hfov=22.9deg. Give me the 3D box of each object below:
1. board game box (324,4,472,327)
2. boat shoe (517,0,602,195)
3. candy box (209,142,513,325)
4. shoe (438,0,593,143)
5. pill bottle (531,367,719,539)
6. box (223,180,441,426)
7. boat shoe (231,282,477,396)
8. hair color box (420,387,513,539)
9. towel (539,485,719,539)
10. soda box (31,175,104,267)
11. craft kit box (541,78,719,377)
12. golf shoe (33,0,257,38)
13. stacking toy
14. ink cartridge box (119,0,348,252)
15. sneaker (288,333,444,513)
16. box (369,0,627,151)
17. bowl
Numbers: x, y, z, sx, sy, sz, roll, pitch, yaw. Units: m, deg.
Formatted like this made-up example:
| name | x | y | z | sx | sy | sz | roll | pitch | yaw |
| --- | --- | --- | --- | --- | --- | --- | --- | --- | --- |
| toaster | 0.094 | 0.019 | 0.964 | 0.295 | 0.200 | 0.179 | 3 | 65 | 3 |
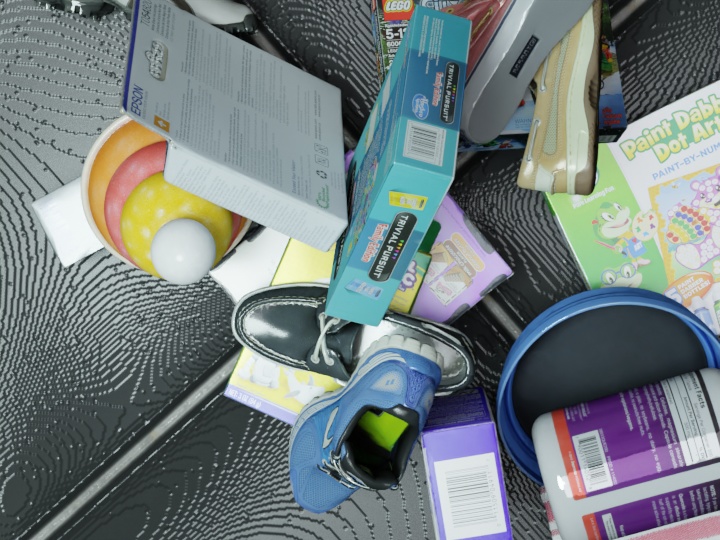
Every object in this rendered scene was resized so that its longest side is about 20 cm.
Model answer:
| name | x | y | z | sx | sy | sz | roll | pitch | yaw |
| --- | --- | --- | --- | --- | --- | --- | --- | --- | --- |
| board game box | 0.028 | -0.075 | 1.338 | 0.047 | 0.200 | 0.152 | 14 | 54 | -8 |
| boat shoe | 0.155 | -0.159 | 1.427 | 0.076 | 0.072 | 0.201 | 2 | 69 | 10 |
| candy box | 0.000 | 0.000 | 1.511 | 0.200 | 0.072 | 0.168 | -39 | 91 | 3 |
| shoe | 0.111 | -0.203 | 1.397 | 0.091 | 0.071 | 0.201 | 35 | 94 | 37 |
| pill bottle | 0.244 | 0.146 | 1.427 | 0.199 | 0.112 | 0.113 | -16 | 92 | 5 |
| box | -0.020 | 0.032 | 1.455 | 0.117 | 0.048 | 0.201 | 23 | 92 | -1 |
| boat shoe | -0.005 | 0.054 | 1.403 | 0.199 | 0.060 | 0.076 | 7 | 95 | -1 |
| hair color box | 0.084 | 0.165 | 1.452 | 0.064 | 0.200 | 0.110 | -9 | 93 | 4 |
| towel | 0.245 | 0.252 | 1.520 | 0.146 | 0.030 | 0.201 | -16 | 104 | 4 |
| soda box | -0.176 | -0.077 | 1.515 | 0.199 | 0.068 | 0.064 | -28 | 94 | 4 |
| craft kit box | 0.277 | -0.040 | 1.515 | 0.199 | 0.049 | 0.198 | -26 | 89 | 3 |
| golf shoe | -0.179 | -0.249 | 1.502 | 0.199 | 0.078 | 0.095 | 13 | 93 | 0 |
| stacking toy | -0.147 | -0.038 | 1.381 | 0.145 | 0.200 | 0.147 | -2 | 110 | -6 |
| ink cartridge box | -0.104 | -0.121 | 1.402 | 0.199 | 0.200 | 0.041 | 26 | 122 | -20 |
| sneaker | -0.006 | 0.135 | 1.373 | 0.078 | 0.089 | 0.200 | 24 | 135 | -11 |
| box | 0.113 | -0.170 | 1.477 | 0.199 | 0.038 | 0.137 | -4 | 75 | -9 |
| bowl | 0.211 | 0.103 | 1.487 | 0.199 | 0.039 | 0.202 | -1 | 120 | -2 |
